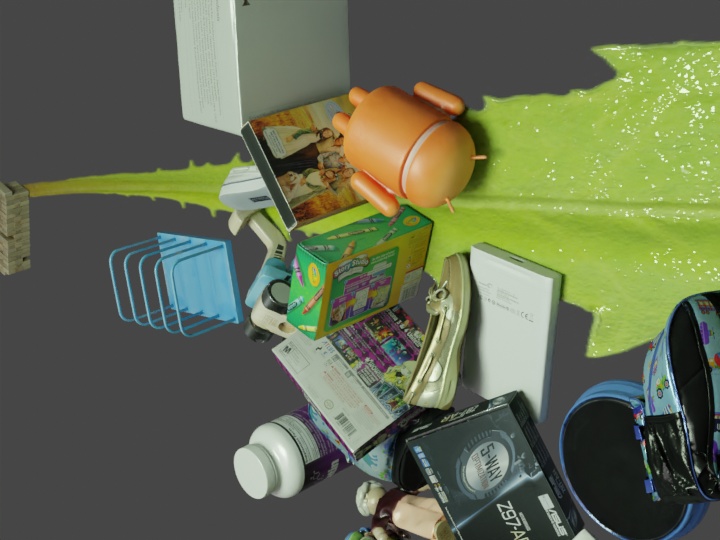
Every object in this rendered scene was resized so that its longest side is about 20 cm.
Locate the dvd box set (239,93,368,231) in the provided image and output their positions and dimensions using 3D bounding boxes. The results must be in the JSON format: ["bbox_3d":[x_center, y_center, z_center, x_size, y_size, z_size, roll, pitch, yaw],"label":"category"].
[{"bbox_3d":[-0.042,-0.145,1.521,0.029,0.199,0.147,-33,80,52],"label":"dvd box set"}]

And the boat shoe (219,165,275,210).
[{"bbox_3d":[-0.121,-0.134,1.717,0.198,0.074,0.066,-1,63,30],"label":"boat shoe"}]

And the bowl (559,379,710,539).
[{"bbox_3d":[0.319,0.230,1.394,0.200,0.039,0.203,23,122,42],"label":"bowl"}]

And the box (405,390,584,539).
[{"bbox_3d":[0.172,0.271,1.510,0.159,0.044,0.201,-23,98,30],"label":"box"}]

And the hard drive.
[{"bbox_3d":[0.188,0.079,1.489,0.131,0.027,0.202,25,123,41],"label":"hard drive"}]

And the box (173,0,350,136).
[{"bbox_3d":[-0.126,-0.301,1.552,0.130,0.198,0.202,20,120,43],"label":"box"}]

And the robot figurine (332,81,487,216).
[{"bbox_3d":[0.059,-0.152,1.463,0.199,0.144,0.117,34,143,26],"label":"robot figurine"}]

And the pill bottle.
[{"bbox_3d":[-0.086,0.263,1.743,0.112,0.199,0.114,22,122,41],"label":"pill bottle"}]

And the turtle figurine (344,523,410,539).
[{"bbox_3d":[0.039,0.447,1.697,0.192,0.200,0.145,0,103,32],"label":"turtle figurine"}]

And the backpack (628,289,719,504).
[{"bbox_3d":[0.364,0.126,1.199,0.134,0.181,0.202,143,118,-66],"label":"backpack"}]

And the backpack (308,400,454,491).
[{"bbox_3d":[0.022,0.199,1.657,0.200,0.153,0.164,52,145,37],"label":"backpack"}]

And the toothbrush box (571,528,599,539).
[{"bbox_3d":[0.292,0.437,1.420,0.146,0.085,0.200,-45,66,1],"label":"toothbrush box"}]

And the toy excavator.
[{"bbox_3d":[-0.122,0.005,1.765,0.193,0.201,0.100,24,135,-11],"label":"toy excavator"}]

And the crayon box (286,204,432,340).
[{"bbox_3d":[0.000,0.000,1.534,0.058,0.199,0.120,34,129,33],"label":"crayon box"}]

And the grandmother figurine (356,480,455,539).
[{"bbox_3d":[0.062,0.344,1.680,0.199,0.121,0.061,8,126,52],"label":"grandmother figurine"}]

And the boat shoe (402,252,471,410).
[{"bbox_3d":[0.099,0.075,1.512,0.073,0.062,0.203,-137,56,-82],"label":"boat shoe"}]

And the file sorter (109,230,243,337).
[{"bbox_3d":[-0.309,0.024,1.958,0.199,0.122,0.140,8,112,46],"label":"file sorter"}]

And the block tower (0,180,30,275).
[{"bbox_3d":[-0.717,-0.087,2.428,0.054,0.058,0.202,33,130,35],"label":"block tower"}]

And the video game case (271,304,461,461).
[{"bbox_3d":[0.007,0.129,1.593,0.200,0.181,0.036,47,165,30],"label":"video game case"}]
